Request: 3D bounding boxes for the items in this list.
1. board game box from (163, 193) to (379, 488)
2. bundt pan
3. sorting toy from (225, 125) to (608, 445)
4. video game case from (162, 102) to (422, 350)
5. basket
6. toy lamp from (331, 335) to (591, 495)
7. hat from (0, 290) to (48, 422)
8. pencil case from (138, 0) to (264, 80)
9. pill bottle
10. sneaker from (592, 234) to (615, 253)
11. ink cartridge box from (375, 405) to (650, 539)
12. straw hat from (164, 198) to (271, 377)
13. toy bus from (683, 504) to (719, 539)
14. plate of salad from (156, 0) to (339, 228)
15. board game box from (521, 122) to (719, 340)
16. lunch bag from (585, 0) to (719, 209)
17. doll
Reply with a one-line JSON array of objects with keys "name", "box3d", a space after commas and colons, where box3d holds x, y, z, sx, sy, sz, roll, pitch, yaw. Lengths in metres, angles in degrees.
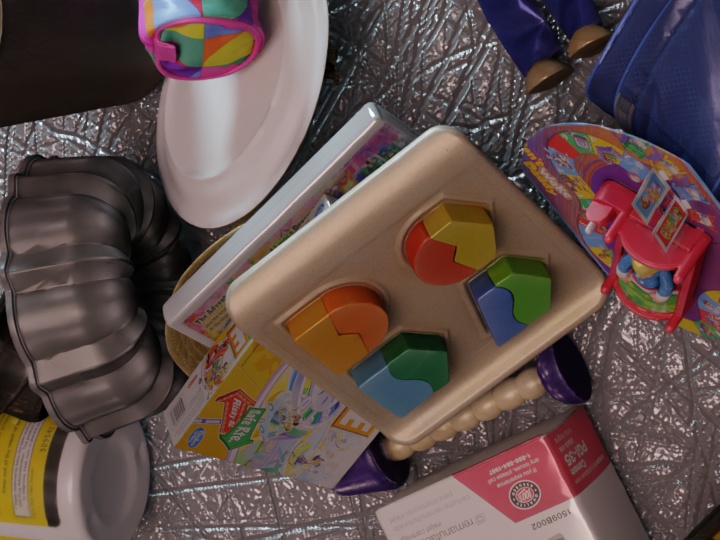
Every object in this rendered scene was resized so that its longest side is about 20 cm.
[{"name": "board game box", "box3d": [-0.021, 0.051, 1.358, 0.200, 0.134, 0.034, -53, 39, 26]}, {"name": "bundt pan", "box3d": [-0.167, 0.011, 1.413, 0.075, 0.202, 0.203, -13, 96, 16]}, {"name": "sorting toy", "box3d": [0.041, 0.020, 1.304, 0.185, 0.200, 0.037, -37, 43, 13]}, {"name": "video game case", "box3d": [0.000, 0.000, 1.361, 0.200, 0.182, 0.024, -43, 42, 19]}, {"name": "basket", "box3d": [-0.232, -0.162, 1.403, 0.180, 0.199, 0.137, -24, 83, 36]}, {"name": "toy lamp", "box3d": [0.061, 0.102, 1.421, 0.199, 0.058, 0.059, -27, 90, 24]}, {"name": "hat", "box3d": [-0.233, 0.053, 1.483, 0.081, 0.201, 0.201, 29, 114, -9]}, {"name": "pencil case", "box3d": [-0.113, -0.226, 1.371, 0.088, 0.088, 0.201, -23, 62, 26]}, {"name": "pill bottle", "box3d": [-0.268, 0.149, 1.545, 0.199, 0.114, 0.115, 2, 102, 23]}, {"name": "sneaker", "box3d": [0.238, 0.000, 1.307, 0.199, 0.073, 0.085, 4, 100, 22]}, {"name": "ink cartridge box", "box3d": [0.124, 0.214, 1.400, 0.146, 0.083, 0.201, -27, 89, 26]}, {"name": "straw hat", "box3d": [-0.045, -0.004, 1.416, 0.201, 0.200, 0.085, -52, 40, 24]}, {"name": "toy bus", "box3d": [0.289, 0.174, 1.260, 0.136, 0.200, 0.192, 45, 107, 8]}, {"name": "plate of salad", "box3d": [-0.075, -0.124, 1.401, 0.200, 0.048, 0.202, -25, 57, 46]}, {"name": "board game box", "box3d": [0.170, -0.006, 1.253, 0.200, 0.039, 0.158, 49, 157, -26]}, {"name": "lunch bag", "box3d": [0.234, -0.149, 1.232, 0.132, 0.135, 0.201, 43, 114, 30]}, {"name": "doll", "box3d": [0.093, -0.221, 1.338, 0.136, 0.048, 0.201, -37, 79, 35]}]
